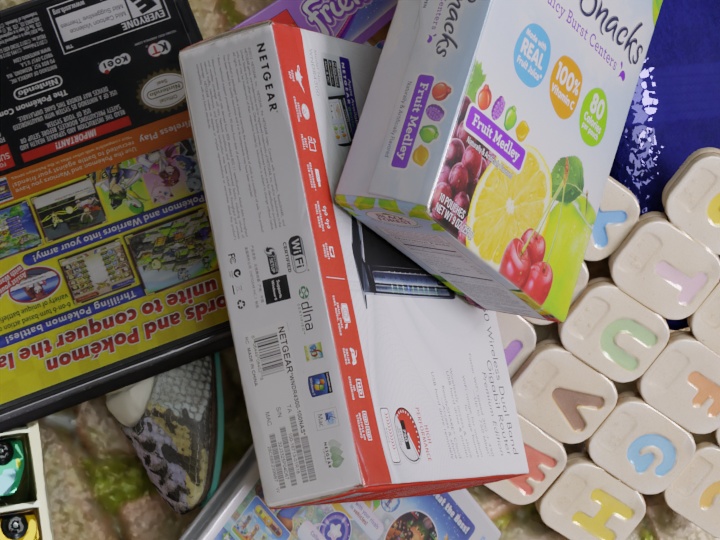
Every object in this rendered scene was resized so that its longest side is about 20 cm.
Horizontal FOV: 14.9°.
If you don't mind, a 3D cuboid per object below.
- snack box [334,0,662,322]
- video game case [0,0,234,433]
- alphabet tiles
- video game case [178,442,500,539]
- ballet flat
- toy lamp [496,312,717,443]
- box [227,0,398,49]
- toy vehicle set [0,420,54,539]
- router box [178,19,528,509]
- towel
[{"bbox_3d":[0.070,-0.095,1.213,0.142,0.053,0.201,37,68,-55],"label":"snack box"},{"bbox_3d":[-0.148,-0.028,1.235,0.199,0.026,0.182,-20,76,-8],"label":"video game case"},{"bbox_3d":[0.140,0.041,1.313,0.195,0.015,0.200,34,107,-17],"label":"alphabet tiles"},{"bbox_3d":[-0.029,0.154,1.267,0.200,0.018,0.143,-52,124,-20],"label":"video game case"},{"bbox_3d":[-0.101,0.012,1.269,0.072,0.072,0.202,6,72,-19],"label":"ballet flat"},{"bbox_3d":[0.116,0.047,1.352,0.199,0.058,0.058,31,71,-14],"label":"toy lamp"},{"bbox_3d":[0.043,-0.106,1.360,0.199,0.039,0.137,-34,94,-22],"label":"box"},{"bbox_3d":[-0.240,0.097,1.225,0.199,0.026,0.125,-7,83,-21],"label":"toy vehicle set"},{"bbox_3d":[0.000,0.000,1.216,0.179,0.049,0.201,3,73,-64],"label":"router box"},{"bbox_3d":[0.169,-0.075,1.363,0.147,0.049,0.202,-7,94,-39],"label":"towel"}]
